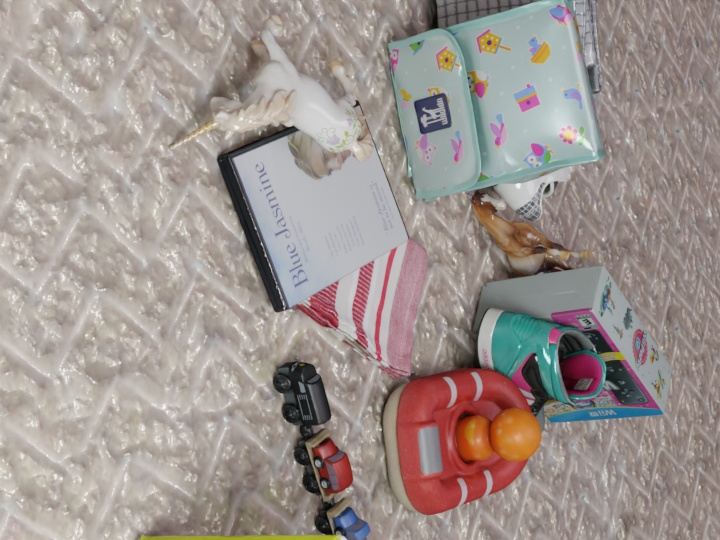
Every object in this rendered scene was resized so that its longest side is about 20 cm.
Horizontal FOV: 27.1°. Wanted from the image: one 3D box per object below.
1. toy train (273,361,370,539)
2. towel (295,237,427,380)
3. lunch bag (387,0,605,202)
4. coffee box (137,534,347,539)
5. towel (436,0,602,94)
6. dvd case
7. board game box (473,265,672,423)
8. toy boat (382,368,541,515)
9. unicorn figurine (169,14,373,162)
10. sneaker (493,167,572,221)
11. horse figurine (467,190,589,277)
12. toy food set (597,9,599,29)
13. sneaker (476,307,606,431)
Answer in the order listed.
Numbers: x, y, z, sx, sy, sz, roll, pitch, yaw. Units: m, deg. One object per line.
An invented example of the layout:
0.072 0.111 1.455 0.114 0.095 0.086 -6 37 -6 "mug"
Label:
-0.029 0.175 1.319 0.034 0.045 0.202 -33 111 -53 "toy train"
0.000 0.000 1.418 0.200 0.023 0.146 38 53 -46 "towel"
0.131 -0.169 1.497 0.122 0.197 0.173 -31 109 -77 "lunch bag"
-0.079 0.327 1.077 0.199 0.198 0.201 56 42 -33 "coffee box"
0.170 -0.267 1.597 0.085 0.164 0.203 -2 87 -68 "towel"
-0.038 -0.063 1.348 0.199 0.017 0.144 -30 102 -49 "dvd case"
0.236 0.086 1.642 0.200 0.146 0.065 48 46 -40 "board game box"
0.118 0.163 1.466 0.199 0.129 0.132 -6 89 -56 "toy boat"
-0.062 -0.149 1.288 0.198 0.074 0.138 16 41 -25 "unicorn figurine"
0.210 -0.136 1.690 0.080 0.076 0.200 44 54 -4 "sneaker"
0.202 -0.016 1.654 0.200 0.132 0.050 40 74 -55 "horse figurine"
0.236 -0.323 1.807 0.197 0.048 0.203 15 71 -55 "toy food set"
0.201 0.120 1.581 0.084 0.119 0.201 -63 148 -31 "sneaker"
